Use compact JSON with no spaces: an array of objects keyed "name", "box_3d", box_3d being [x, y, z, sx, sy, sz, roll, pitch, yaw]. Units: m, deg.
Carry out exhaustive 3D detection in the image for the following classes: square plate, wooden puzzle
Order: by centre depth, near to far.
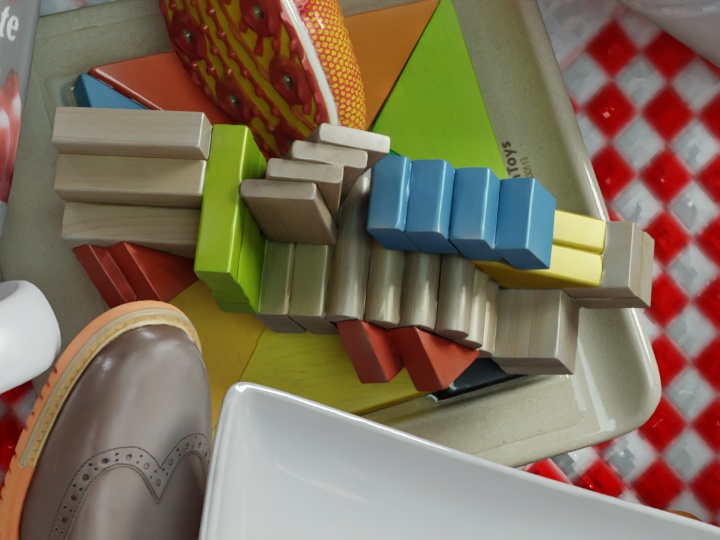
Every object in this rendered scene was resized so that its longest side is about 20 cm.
[{"name":"square plate","box_3d":[0.024,0.153,0.720,0.200,0.028,0.199,19,70,-29]},{"name":"wooden puzzle","box_3d":[-0.016,-0.013,0.802,0.200,0.037,0.185,-15,81,-14]}]

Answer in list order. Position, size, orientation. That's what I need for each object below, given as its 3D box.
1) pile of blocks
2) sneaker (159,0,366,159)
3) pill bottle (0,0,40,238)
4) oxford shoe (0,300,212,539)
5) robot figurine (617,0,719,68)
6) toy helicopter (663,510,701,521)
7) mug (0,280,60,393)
[{"name":"pile of blocks","box_3d":[0.000,0.000,0.745,0.200,0.082,0.062,9,74,-14]},{"name":"sneaker","box_3d":[-0.035,-0.126,0.779,0.077,0.073,0.200,-16,79,-32]},{"name":"pill bottle","box_3d":[-0.149,-0.110,0.746,0.110,0.111,0.200,9,87,-15]},{"name":"oxford shoe","box_3d":[-0.063,0.109,0.722,0.071,0.073,0.200,-8,113,-37]},{"name":"robot figurine","box_3d":[0.127,-0.127,0.795,0.200,0.169,0.113,22,78,-54]},{"name":"toy helicopter","box_3d":[0.121,0.182,0.816,0.132,0.079,0.200,45,60,-24]},{"name":"mug","box_3d":[-0.181,0.049,0.701,0.200,0.175,0.148,-22,95,-15]}]
